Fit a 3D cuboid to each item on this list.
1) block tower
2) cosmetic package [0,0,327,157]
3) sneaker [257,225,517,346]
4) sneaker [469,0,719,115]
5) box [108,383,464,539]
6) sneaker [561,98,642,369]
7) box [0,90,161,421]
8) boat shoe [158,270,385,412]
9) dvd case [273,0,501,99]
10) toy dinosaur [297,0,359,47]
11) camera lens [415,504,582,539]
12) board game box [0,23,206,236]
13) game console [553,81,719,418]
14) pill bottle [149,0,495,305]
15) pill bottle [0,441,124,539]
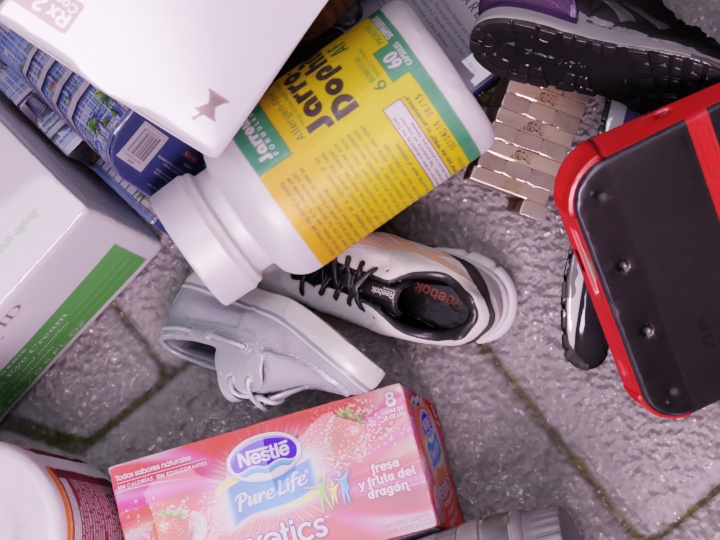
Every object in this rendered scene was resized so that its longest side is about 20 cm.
[{"bbox_3d":[0.124,-0.134,1.630,0.058,0.054,0.200,20,92,-5],"label":"block tower"},{"bbox_3d":[-0.122,-0.201,1.551,0.165,0.200,0.165,32,100,-23],"label":"cosmetic package"},{"bbox_3d":[0.000,0.000,1.630,0.200,0.080,0.074,13,100,12],"label":"sneaker"},{"bbox_3d":[0.173,-0.149,1.562,0.200,0.076,0.088,18,59,-3],"label":"sneaker"},{"bbox_3d":[-0.045,0.147,1.618,0.200,0.103,0.095,-17,77,11],"label":"box"},{"bbox_3d":[0.183,-0.031,1.602,0.087,0.076,0.200,13,84,9],"label":"sneaker"},{"bbox_3d":[-0.279,-0.023,1.661,0.200,0.171,0.199,44,93,16],"label":"box"},{"bbox_3d":[-0.061,0.055,1.613,0.201,0.070,0.072,21,75,52],"label":"boat shoe"},{"bbox_3d":[0.003,-0.150,1.693,0.200,0.025,0.150,-36,75,4],"label":"dvd case"},{"bbox_3d":[0.019,-0.216,1.670,0.200,0.060,0.106,-33,85,-7],"label":"toy dinosaur"},{"bbox_3d":[0.052,0.242,1.549,0.200,0.160,0.160,-21,77,9],"label":"camera lens"},{"bbox_3d":[-0.176,-0.108,1.662,0.200,0.200,0.062,42,93,30],"label":"board game box"},{"bbox_3d":[0.222,-0.017,1.550,0.177,0.031,0.200,-26,119,-4],"label":"game console"},{"bbox_3d":[-0.026,-0.069,1.578,0.200,0.113,0.113,-35,75,2],"label":"pill bottle"},{"bbox_3d":[-0.209,0.170,1.599,0.114,0.200,0.114,-2,81,13],"label":"pill bottle"}]
